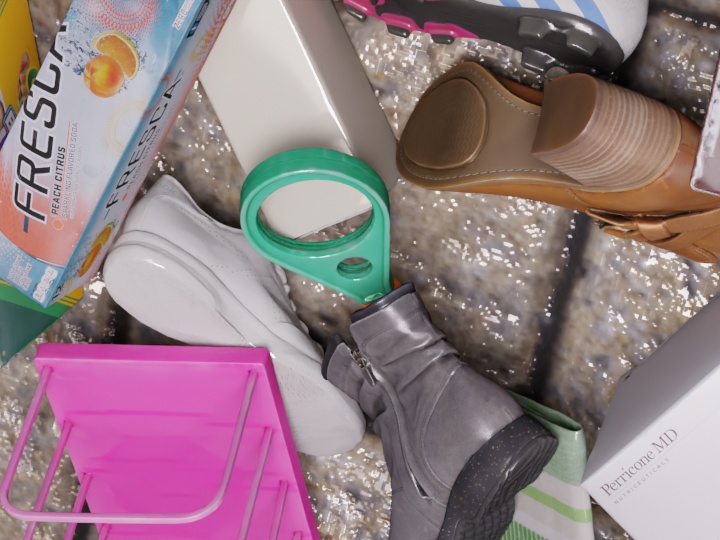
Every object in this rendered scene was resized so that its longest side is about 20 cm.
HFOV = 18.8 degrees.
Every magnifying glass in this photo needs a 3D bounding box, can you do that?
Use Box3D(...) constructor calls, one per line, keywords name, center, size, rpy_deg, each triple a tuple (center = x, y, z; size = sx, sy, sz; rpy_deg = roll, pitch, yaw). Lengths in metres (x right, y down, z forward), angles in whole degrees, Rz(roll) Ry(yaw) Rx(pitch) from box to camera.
Box3D(name="magnifying glass", center=(0.000, 0.000, 1.196), size=(0.079, 0.023, 0.200), rpy_deg=(-19, 141, 18))

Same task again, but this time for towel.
Box3D(name="towel", center=(0.099, 0.164, 1.235), size=(0.023, 0.152, 0.202), rpy_deg=(-16, 108, -23))

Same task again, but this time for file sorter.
Box3D(name="file sorter", center=(-0.112, 0.157, 1.246), size=(0.138, 0.126, 0.201), rpy_deg=(0, 134, 14))

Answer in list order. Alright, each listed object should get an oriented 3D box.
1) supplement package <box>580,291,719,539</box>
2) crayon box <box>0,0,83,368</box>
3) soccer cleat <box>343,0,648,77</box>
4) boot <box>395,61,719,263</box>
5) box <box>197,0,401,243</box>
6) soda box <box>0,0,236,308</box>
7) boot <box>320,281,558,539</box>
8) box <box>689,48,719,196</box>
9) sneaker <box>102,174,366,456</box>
Box3D(name="supplement package", center=(0.232, 0.060, 1.143), size=(0.111, 0.156, 0.200), rpy_deg=(44, 114, -2))
Box3D(name="crayon box", center=(-0.224, -0.057, 1.244), size=(0.058, 0.119, 0.202), rpy_deg=(-3, 108, 18))
Box3D(name="soccer cleat", center=(0.061, -0.165, 1.164), size=(0.199, 0.087, 0.070), rpy_deg=(21, 157, 12))
Box3D(name="boot", center=(0.122, -0.049, 1.175), size=(0.154, 0.200, 0.074), rpy_deg=(25, 81, -32))
Box3D(name="box", center=(-0.050, -0.123, 1.198), size=(0.068, 0.082, 0.201), rpy_deg=(-21, 101, 20))
Box3D(name="soda box", center=(-0.139, -0.082, 1.152), size=(0.063, 0.068, 0.201), rpy_deg=(32, 112, 7))
Box3D(name="boot", center=(0.027, 0.099, 1.212), size=(0.132, 0.070, 0.200), rpy_deg=(47, 137, 17))
Box3D(name="box", center=(0.261, -0.120, 1.048), size=(0.163, 0.200, 0.167), rpy_deg=(14, 110, 7))
Box3D(name="sneaker", center=(-0.059, 0.024, 1.258), size=(0.075, 0.089, 0.200), rpy_deg=(-20, 127, 36))
